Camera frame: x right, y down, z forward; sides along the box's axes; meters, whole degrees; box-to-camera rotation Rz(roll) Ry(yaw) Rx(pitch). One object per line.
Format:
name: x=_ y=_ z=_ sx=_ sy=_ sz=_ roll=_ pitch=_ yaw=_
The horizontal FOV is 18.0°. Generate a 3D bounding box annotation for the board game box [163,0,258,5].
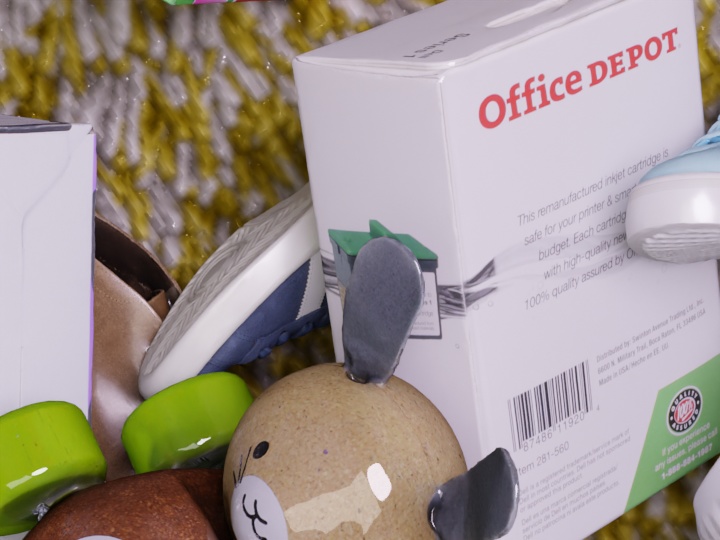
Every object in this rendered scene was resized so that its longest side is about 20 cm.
board game box: x=-0.026 y=-0.177 z=0.869 sx=0.040 sy=0.200 sz=0.154 roll=31 pitch=102 yaw=6

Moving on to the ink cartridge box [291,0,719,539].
ink cartridge box: x=0.063 y=-0.004 z=0.872 sx=0.084 sy=0.146 sz=0.201 roll=11 pitch=116 yaw=45

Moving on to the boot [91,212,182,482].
boot: x=-0.087 y=0.053 z=0.969 sx=0.200 sy=0.074 sz=0.076 roll=43 pitch=116 yaw=6

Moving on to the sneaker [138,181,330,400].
sneaker: x=0.000 y=0.000 z=0.933 sx=0.200 sy=0.075 sz=0.085 roll=-43 pitch=105 yaw=-3

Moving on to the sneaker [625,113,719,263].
sneaker: x=0.156 y=-0.051 z=0.860 sx=0.074 sy=0.199 sz=0.083 roll=-15 pitch=87 yaw=36

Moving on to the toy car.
toy car: x=-0.024 y=0.086 z=0.797 sx=0.200 sy=0.157 sz=0.165 roll=-43 pitch=66 yaw=40

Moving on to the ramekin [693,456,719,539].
ramekin: x=0.211 y=0.063 z=0.857 sx=0.094 sy=0.202 sz=0.203 roll=42 pitch=103 yaw=15

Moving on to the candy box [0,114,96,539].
candy box: x=-0.192 y=0.017 z=0.940 sx=0.199 sy=0.071 sz=0.169 roll=10 pitch=101 yaw=49
